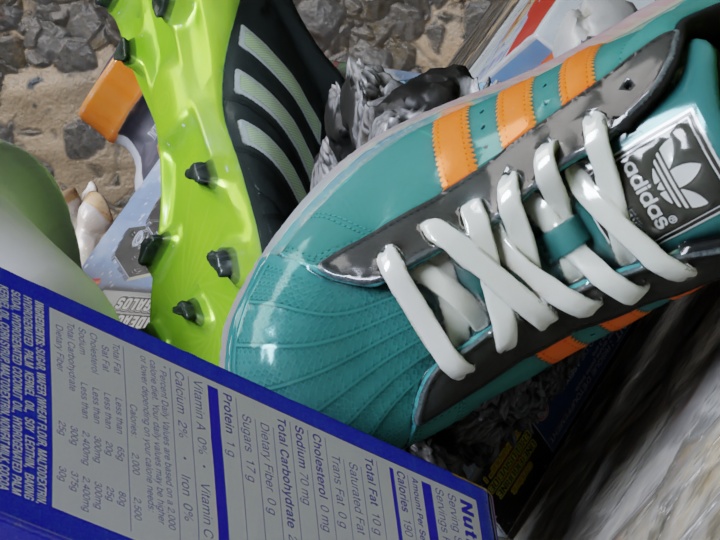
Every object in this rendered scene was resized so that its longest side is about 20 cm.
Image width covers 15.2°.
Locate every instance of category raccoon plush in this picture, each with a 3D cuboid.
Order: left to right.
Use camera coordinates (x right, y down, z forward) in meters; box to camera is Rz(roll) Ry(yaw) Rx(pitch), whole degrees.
[{"bbox_3d":[0.058,0.020,0.748,0.097,0.133,0.201,-175,87,-75],"label":"raccoon plush"}]

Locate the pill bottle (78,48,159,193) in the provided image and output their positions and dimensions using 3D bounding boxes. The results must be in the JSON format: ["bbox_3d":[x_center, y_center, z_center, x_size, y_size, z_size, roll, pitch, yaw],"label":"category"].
[{"bbox_3d":[-0.030,-0.042,1.234,0.106,0.200,0.106,-54,3,5],"label":"pill bottle"}]

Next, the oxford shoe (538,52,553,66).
[{"bbox_3d":[0.050,-0.014,0.997,0.200,0.071,0.073,-51,12,56],"label":"oxford shoe"}]

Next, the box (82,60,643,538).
[{"bbox_3d":[0.000,0.000,0.863,0.200,0.040,0.137,13,60,44],"label":"box"}]

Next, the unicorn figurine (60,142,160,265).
[{"bbox_3d":[-0.073,0.027,1.016,0.199,0.138,0.074,-22,14,-22],"label":"unicorn figurine"}]

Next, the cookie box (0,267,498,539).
[{"bbox_3d":[-0.092,0.086,0.628,0.171,0.200,0.075,-40,38,34],"label":"cookie box"}]

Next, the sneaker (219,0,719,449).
[{"bbox_3d":[0.055,-0.020,0.655,0.200,0.072,0.080,-35,9,-14],"label":"sneaker"}]

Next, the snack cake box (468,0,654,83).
[{"bbox_3d":[0.103,-0.100,1.107,0.115,0.067,0.200,-53,4,-12],"label":"snack cake box"}]

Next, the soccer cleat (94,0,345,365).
[{"bbox_3d":[-0.029,-0.023,0.825,0.067,0.081,0.201,-39,50,44],"label":"soccer cleat"}]

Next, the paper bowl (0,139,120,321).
[{"bbox_3d":[-0.137,0.056,0.771,0.201,0.104,0.201,-49,-33,-48],"label":"paper bowl"}]
